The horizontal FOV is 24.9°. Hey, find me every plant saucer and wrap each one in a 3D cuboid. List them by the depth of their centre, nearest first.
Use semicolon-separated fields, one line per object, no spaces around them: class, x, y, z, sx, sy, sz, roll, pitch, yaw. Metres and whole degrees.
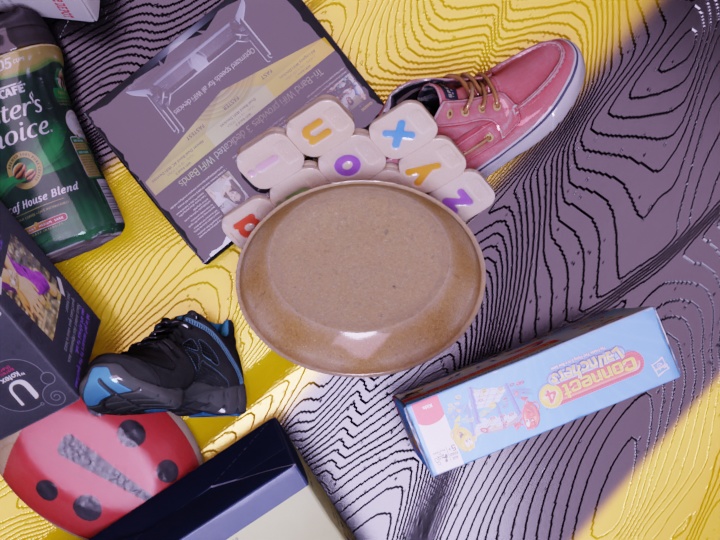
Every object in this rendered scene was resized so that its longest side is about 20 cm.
plant saucer;0.000;0.000;1.304;0.198;0.036;0.201;-1;129;-1

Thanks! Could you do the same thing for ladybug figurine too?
ladybug figurine;-0.214;0.149;1.320;0.199;0.072;0.136;28;88;0

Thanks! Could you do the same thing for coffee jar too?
coffee jar;-0.271;-0.105;1.318;0.104;0.085;0.201;-21;89;8

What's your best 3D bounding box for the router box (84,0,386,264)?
router box;-0.100;-0.127;1.341;0.200;0.052;0.158;-38;90;-2

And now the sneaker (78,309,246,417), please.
sneaker;-0.155;0.072;1.272;0.073;0.200;0.083;-4;83;21

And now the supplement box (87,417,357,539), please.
supplement box;-0.086;0.261;1.244;0.199;0.134;0.201;-33;104;-2

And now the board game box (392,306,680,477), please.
board game box;0.129;0.090;1.268;0.199;0.196;0.056;-22;89;-1

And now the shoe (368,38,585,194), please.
shoe;0.091;-0.131;1.317;0.200;0.091;0.072;-41;49;1

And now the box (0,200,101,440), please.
box;-0.306;0.022;1.228;0.122;0.106;0.200;-26;118;17

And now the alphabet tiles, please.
alphabet tiles;-0.002;-0.050;1.296;0.195;0.015;0.200;-31;123;21

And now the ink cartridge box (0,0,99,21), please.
ink cartridge box;-0.310;-0.261;1.294;0.198;0.146;0.085;5;86;-2
